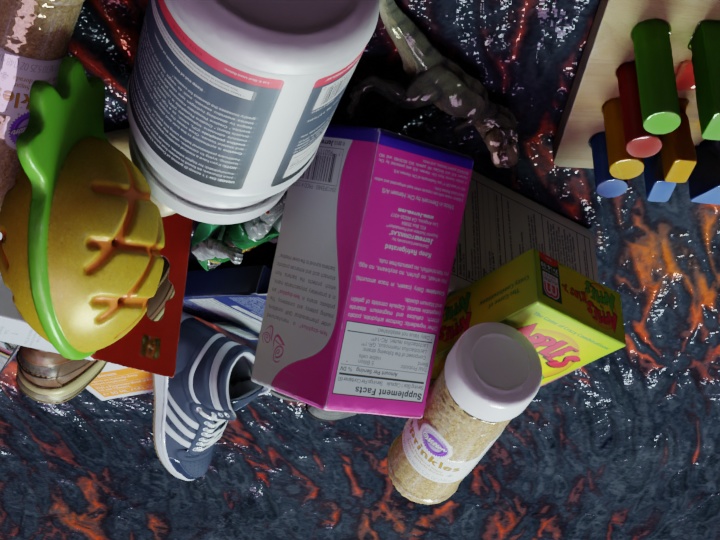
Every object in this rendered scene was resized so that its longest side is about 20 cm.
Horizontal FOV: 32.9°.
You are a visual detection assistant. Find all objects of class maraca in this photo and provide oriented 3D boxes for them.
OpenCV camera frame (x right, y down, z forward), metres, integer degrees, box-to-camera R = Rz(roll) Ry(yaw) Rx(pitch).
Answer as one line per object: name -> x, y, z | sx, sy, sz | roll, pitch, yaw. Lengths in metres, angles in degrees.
maraca -> -0.187, -0.037, 0.807 | 0.106, 0.138, 0.202 | 3, 119, 9

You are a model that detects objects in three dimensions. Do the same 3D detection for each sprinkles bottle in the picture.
sprinkles bottle -> 0.076, 0.116, 0.942 | 0.067, 0.069, 0.201 | 8, 148, -11
sprinkles bottle -> -0.243, -0.115, 0.820 | 0.068, 0.069, 0.201 | 14, 119, -22

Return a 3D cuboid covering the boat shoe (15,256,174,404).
boat shoe -> -0.217, 0.027, 1.042 | 0.071, 0.200, 0.068 | 28, 138, 13

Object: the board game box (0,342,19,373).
board game box -> -0.370, -0.004, 1.055 | 0.199, 0.035, 0.135 | 39, 140, -8

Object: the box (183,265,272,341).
box -> -0.086, 0.033, 1.132 | 0.121, 0.033, 0.199 | 28, 161, -36

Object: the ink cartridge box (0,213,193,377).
ink cartridge box -> -0.232, -0.014, 0.987 | 0.198, 0.164, 0.057 | 13, 149, -18

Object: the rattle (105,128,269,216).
rattle -> -0.170, -0.105, 0.903 | 0.198, 0.130, 0.145 | 2, 111, 30

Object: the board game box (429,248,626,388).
board game box -> 0.099, 0.060, 0.964 | 0.101, 0.048, 0.199 | 24, 141, -33

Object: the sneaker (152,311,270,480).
sneaker -> -0.144, 0.141, 1.193 | 0.108, 0.070, 0.202 | 19, 128, 26

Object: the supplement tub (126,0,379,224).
supplement tub -> -0.078, -0.135, 0.803 | 0.139, 0.142, 0.200 | 10, 148, -15

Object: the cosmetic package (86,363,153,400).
cosmetic package -> -0.258, 0.050, 1.186 | 0.100, 0.072, 0.200 | -10, 147, 19

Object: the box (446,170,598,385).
box -> 0.101, 0.007, 1.047 | 0.199, 0.129, 0.109 | 23, 143, -31

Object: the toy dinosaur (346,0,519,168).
toy dinosaur -> 0.041, -0.134, 0.899 | 0.087, 0.048, 0.200 | -25, 139, 26

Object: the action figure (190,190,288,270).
action figure -> -0.089, -0.037, 1.030 | 0.117, 0.055, 0.199 | -18, 177, -36

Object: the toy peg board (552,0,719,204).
toy peg board -> 0.258, -0.103, 0.889 | 0.197, 0.099, 0.200 | 3, 149, -3

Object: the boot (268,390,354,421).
boot -> -0.031, 0.123, 1.268 | 0.198, 0.071, 0.132 | 0, 152, -29

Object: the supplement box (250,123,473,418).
supplement box -> 0.000, 0.000, 0.914 | 0.103, 0.203, 0.101 | 12, -179, -39
